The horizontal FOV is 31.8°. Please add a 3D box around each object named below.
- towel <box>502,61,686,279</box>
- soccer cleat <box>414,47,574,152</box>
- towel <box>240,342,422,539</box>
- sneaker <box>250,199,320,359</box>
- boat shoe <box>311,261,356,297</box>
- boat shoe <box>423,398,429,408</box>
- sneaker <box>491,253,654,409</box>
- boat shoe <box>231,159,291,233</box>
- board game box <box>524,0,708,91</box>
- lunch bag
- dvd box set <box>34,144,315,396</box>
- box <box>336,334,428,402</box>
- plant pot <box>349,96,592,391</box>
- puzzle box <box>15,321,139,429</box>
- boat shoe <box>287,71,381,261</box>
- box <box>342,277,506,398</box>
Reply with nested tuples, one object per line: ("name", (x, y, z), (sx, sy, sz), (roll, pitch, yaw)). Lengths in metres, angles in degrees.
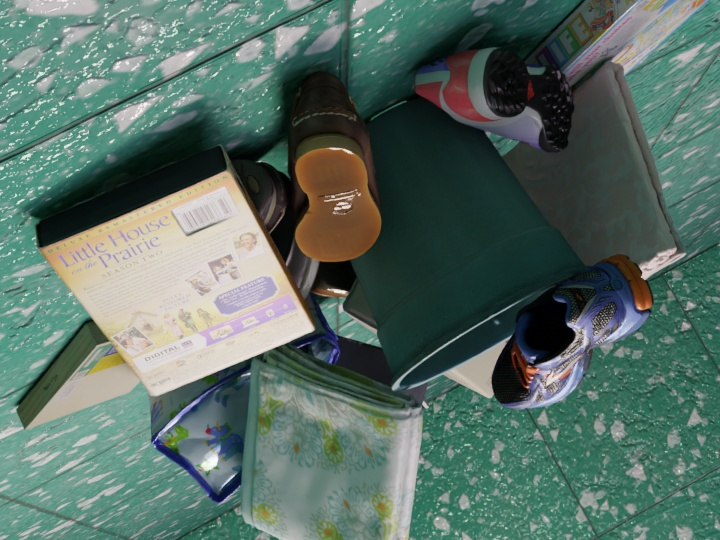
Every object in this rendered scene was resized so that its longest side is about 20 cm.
("towel", (0.196, -0.055, 1.145), (0.032, 0.193, 0.200), (1, 152, -33))
("soccer cleat", (0.118, -0.141, 1.046), (0.072, 0.069, 0.199), (5, 178, 31))
("towel", (-0.030, 0.177, 1.158), (0.048, 0.170, 0.202), (-29, 132, -50))
("sneaker", (-0.108, 0.004, 1.129), (0.105, 0.075, 0.201), (10, 131, -25))
("boat shoe", (0.000, 0.000, 1.352), (0.074, 0.076, 0.199), (-34, 167, 35))
("boat shoe", (0.091, 0.251, 2.569), (0.060, 0.076, 0.200), (-30, 156, 4))
("sneaker", (0.149, 0.053, 1.012), (0.078, 0.076, 0.201), (-11, 152, -29))
("boat shoe", (-0.126, -0.014, 1.010), (0.199, 0.075, 0.073), (-35, 166, 29))
("board game box", (0.220, -0.206, 1.116), (0.134, 0.034, 0.200), (-19, 164, -41))
("lunch bag", (-0.112, 0.108, 1.288), (0.200, 0.127, 0.170), (-44, -157, 4))
("dvd box set", (-0.131, 0.007, 0.937), (0.145, 0.030, 0.201), (-23, 140, 3))
("box", (-0.036, 0.134, 1.469), (0.197, 0.198, 0.119), (33, 73, -77))
("plant pot", (0.068, -0.031, 1.088), (0.199, 0.197, 0.200), (-28, 167, -7))
("puzzle box", (-0.249, 0.089, 1.256), (0.132, 0.026, 0.200), (-17, 163, -43))
("boat shoe", (-0.020, -0.074, 0.960), (0.069, 0.071, 0.201), (-6, 155, -5))
("box", (0.085, 0.041, 1.293), (0.110, 0.127, 0.200), (-61, 158, -5))
